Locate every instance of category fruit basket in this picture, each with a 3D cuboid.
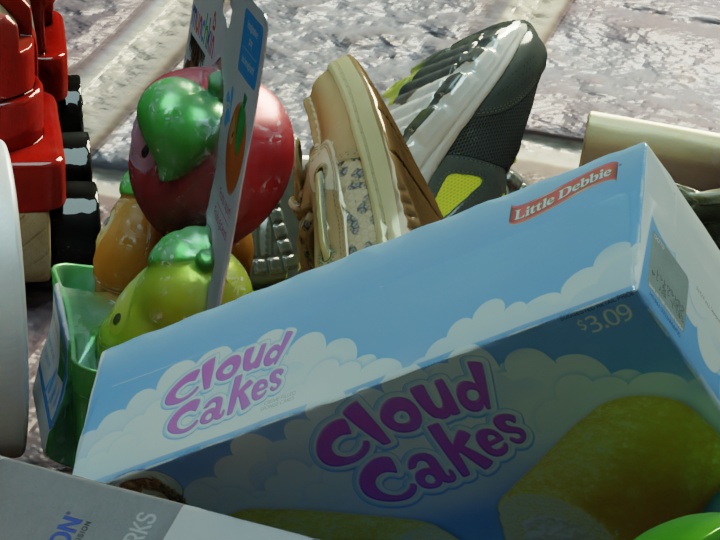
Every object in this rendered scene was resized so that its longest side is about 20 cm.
[{"bbox_3d":[-0.070,-0.016,0.997,0.093,0.201,0.185,2,17,-11],"label":"fruit basket"}]

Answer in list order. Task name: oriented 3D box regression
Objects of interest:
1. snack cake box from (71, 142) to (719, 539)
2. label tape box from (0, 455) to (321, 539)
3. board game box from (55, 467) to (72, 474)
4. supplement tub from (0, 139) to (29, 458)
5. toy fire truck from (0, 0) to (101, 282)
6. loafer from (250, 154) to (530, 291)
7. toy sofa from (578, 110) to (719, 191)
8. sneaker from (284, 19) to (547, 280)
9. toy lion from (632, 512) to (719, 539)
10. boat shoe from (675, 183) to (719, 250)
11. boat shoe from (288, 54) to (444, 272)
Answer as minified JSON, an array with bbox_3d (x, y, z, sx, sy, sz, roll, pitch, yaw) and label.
[{"bbox_3d":[0.025,0.053,0.814,0.199,0.115,0.067,-21,36,26],"label":"snack cake box"},{"bbox_3d":[-0.054,0.133,0.807,0.199,0.145,0.063,12,52,24],"label":"label tape box"},{"bbox_3d":[-0.175,0.120,0.954,0.199,0.032,0.120,-7,31,-17],"label":"board game box"},{"bbox_3d":[-0.233,0.017,1.034,0.199,0.133,0.132,-3,28,-12],"label":"supplement tub"},{"bbox_3d":[-0.185,-0.111,1.204,0.128,0.201,0.176,-2,28,-9],"label":"toy fire truck"},{"bbox_3d":[-0.007,-0.015,1.167,0.199,0.076,0.070,5,-17,-27],"label":"loafer"},{"bbox_3d":[0.105,0.033,0.923,0.082,0.098,0.201,9,52,4],"label":"toy sofa"},{"bbox_3d":[0.029,-0.014,1.111,0.201,0.085,0.074,-58,21,-20],"label":"sneaker"},{"bbox_3d":[0.130,0.153,0.756,0.191,0.201,0.068,-37,19,-33],"label":"toy lion"},{"bbox_3d":[0.094,0.005,0.857,0.199,0.069,0.075,-11,46,19],"label":"boat shoe"},{"bbox_3d":[0.000,0.000,0.998,0.062,0.073,0.201,-23,45,10],"label":"boat shoe"}]
